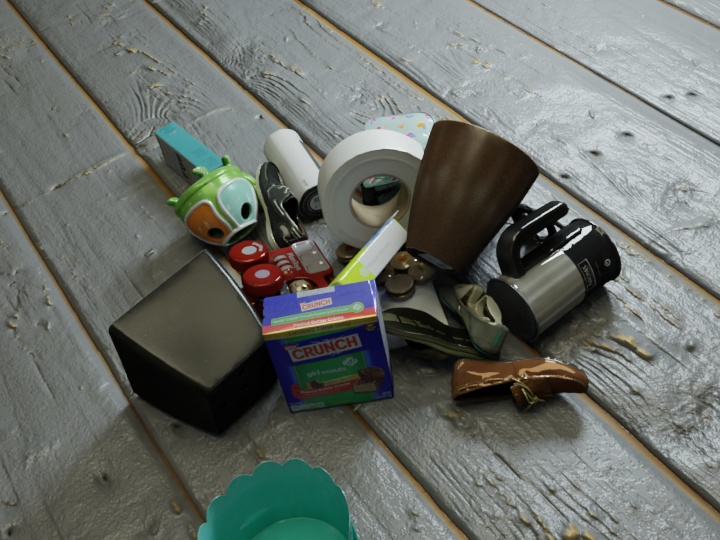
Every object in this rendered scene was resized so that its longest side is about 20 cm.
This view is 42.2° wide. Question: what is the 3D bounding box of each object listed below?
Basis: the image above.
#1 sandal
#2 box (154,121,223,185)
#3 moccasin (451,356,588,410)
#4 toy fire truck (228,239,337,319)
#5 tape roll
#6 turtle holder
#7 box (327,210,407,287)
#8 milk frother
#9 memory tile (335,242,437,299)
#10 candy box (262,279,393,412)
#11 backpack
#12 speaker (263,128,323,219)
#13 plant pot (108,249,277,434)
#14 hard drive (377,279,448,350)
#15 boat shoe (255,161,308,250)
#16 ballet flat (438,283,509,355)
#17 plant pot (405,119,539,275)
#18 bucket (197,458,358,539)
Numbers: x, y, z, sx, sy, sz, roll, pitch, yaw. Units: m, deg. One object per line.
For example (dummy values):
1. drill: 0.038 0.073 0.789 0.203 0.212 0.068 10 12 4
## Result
1. sandal: 0.116 0.114 1.449 0.200 0.058 0.080 20 27 4
2. box: -0.330 -0.215 1.852 0.049 0.083 0.200 -35 50 -21
3. moccasin: 0.233 0.170 1.374 0.200 0.074 0.078 2 56 9
4. toy fire truck: -0.120 0.020 1.557 0.167 0.113 0.200 -16 35 -16
5. tape roll: 0.029 -0.135 1.582 0.201 0.203 0.071 -13 36 -1
6. turtle holder: -0.252 -0.118 1.721 0.141 0.185 0.132 -41 83 13
7. box: 0.000 0.000 1.483 0.048 0.122 0.200 43 48 -2
8. milk frother: 0.277 -0.009 1.512 0.188 0.181 0.200 -33 6 -20
9. memory tile: 0.061 -0.028 1.614 0.153 0.017 0.200 -31 41 -21
10. candy box: -0.044 0.116 1.393 0.168 0.201 0.077 -9 45 3
11. backpack: 0.097 -0.198 1.702 0.199 0.154 0.176 -5 40 -2
12. speaker: -0.117 -0.187 1.782 0.081 0.081 0.200 -23 46 -11
13. plant pot: -0.237 0.128 1.442 0.177 0.200 0.200 35 61 23
14. hard drive: 0.033 0.077 1.536 0.199 0.026 0.132 -15 45 -3
15. boat shoe: -0.141 -0.122 1.708 0.067 0.072 0.201 -33 55 24
16. ballet flat: 0.182 0.058 1.468 0.067 0.064 0.200 18 22 -24
17. plant pot: 0.156 -0.102 1.468 0.186 0.187 0.201 21 80 28
18. bucket: -0.098 0.366 1.211 0.206 0.135 0.208 -7 46 7
